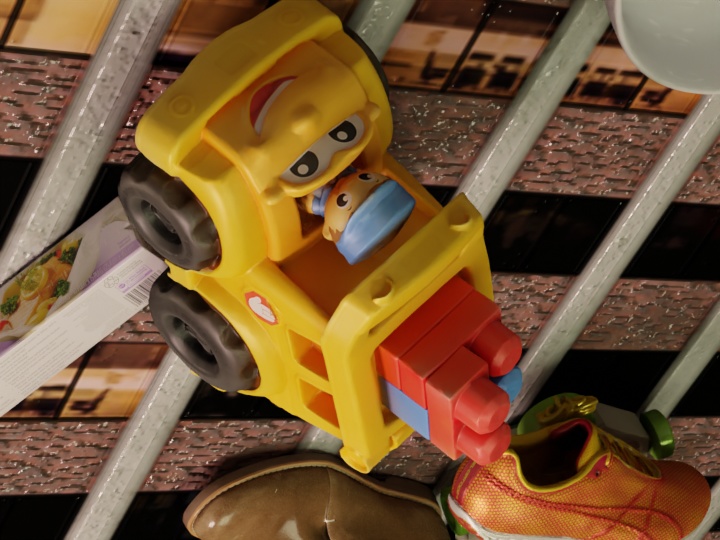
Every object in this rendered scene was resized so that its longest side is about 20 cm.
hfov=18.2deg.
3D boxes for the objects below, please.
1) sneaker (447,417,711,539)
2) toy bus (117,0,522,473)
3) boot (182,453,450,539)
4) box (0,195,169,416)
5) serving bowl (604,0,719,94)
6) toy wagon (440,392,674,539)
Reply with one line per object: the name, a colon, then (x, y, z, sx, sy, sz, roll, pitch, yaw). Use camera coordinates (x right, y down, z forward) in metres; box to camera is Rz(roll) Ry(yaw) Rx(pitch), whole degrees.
sneaker: (0.146, 0.129, 1.359, 0.200, 0.073, 0.077, 4, 122, -40)
toy bus: (0.000, 0.000, 1.044, 0.136, 0.192, 0.200, -40, 146, -22)
boot: (-0.016, 0.163, 1.353, 0.200, 0.076, 0.074, 12, 129, -41)
box: (-0.179, 0.040, 1.127, 0.200, 0.039, 0.041, -37, 143, 12)
serving bowl: (0.199, -0.181, 1.088, 0.200, 0.066, 0.200, -18, 143, -14)
toy wagon: (0.125, 0.133, 1.439, 0.155, 0.040, 0.200, -19, 142, -13)
